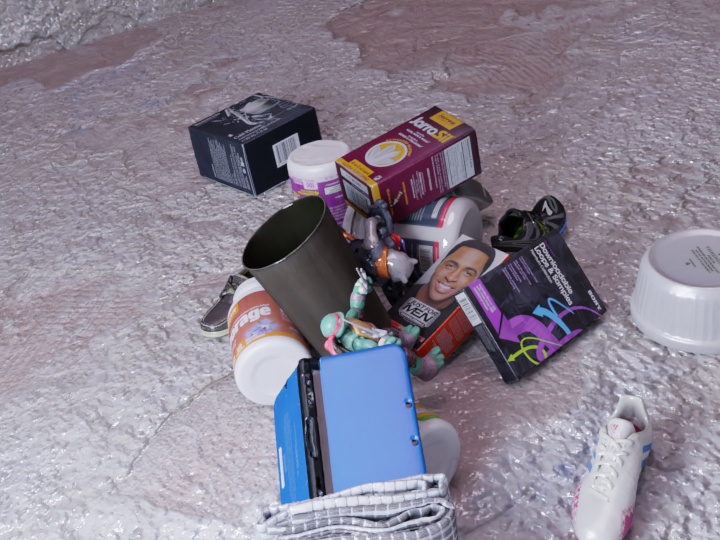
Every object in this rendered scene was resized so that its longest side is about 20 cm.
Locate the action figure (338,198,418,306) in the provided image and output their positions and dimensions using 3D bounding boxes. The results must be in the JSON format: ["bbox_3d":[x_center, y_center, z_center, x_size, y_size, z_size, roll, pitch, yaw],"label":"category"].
[{"bbox_3d":[0.000,0.000,1.405,0.192,0.202,0.105,4,36,35],"label":"action figure"}]

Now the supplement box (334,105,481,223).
[{"bbox_3d":[0.076,-0.161,1.462,0.199,0.086,0.110,-31,41,-19],"label":"supplement box"}]

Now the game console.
[{"bbox_3d":[-0.018,0.207,1.097,0.117,0.171,0.202,7,55,-22],"label":"game console"}]

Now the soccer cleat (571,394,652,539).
[{"bbox_3d":[0.283,0.221,1.067,0.069,0.087,0.200,7,36,26],"label":"soccer cleat"}]

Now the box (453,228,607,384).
[{"bbox_3d":[0.241,0.046,1.317,0.199,0.144,0.036,-31,-2,-31],"label":"box"}]

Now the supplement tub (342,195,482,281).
[{"bbox_3d":[0.085,-0.055,1.514,0.198,0.142,0.141,8,36,27],"label":"supplement tub"}]

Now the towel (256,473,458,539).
[{"bbox_3d":[0.005,0.299,0.958,0.198,0.167,0.086,-11,37,1],"label":"towel"}]

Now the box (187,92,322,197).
[{"bbox_3d":[-0.215,-0.265,1.960,0.199,0.125,0.196,-33,36,-32],"label":"box"}]

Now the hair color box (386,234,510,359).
[{"bbox_3d":[0.126,0.047,1.366,0.200,0.061,0.101,-45,42,-18],"label":"hair color box"}]

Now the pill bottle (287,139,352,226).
[{"bbox_3d":[-0.053,-0.107,1.580,0.111,0.202,0.113,-8,31,5],"label":"pill bottle"}]

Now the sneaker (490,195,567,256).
[{"bbox_3d":[0.274,-0.073,1.534,0.070,0.083,0.199,-7,25,44],"label":"sneaker"}]

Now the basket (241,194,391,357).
[{"bbox_3d":[-0.053,0.024,1.298,0.135,0.201,0.181,-28,23,14],"label":"basket"}]

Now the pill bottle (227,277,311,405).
[{"bbox_3d":[-0.136,0.094,1.373,0.111,0.113,0.201,-14,32,-5],"label":"pill bottle"}]

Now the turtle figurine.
[{"bbox_3d":[0.015,0.078,1.211,0.101,0.199,0.150,-43,45,20],"label":"turtle figurine"}]

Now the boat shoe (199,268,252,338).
[{"bbox_3d":[-0.194,0.033,1.531,0.073,0.065,0.200,12,39,30],"label":"boat shoe"}]

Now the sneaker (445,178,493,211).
[{"bbox_3d":[0.143,-0.120,1.595,0.199,0.080,0.071,13,40,-46],"label":"sneaker"}]

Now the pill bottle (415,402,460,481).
[{"bbox_3d":[0.017,0.198,1.162,0.111,0.112,0.199,-31,37,-30],"label":"pill bottle"}]

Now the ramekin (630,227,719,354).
[{"bbox_3d":[0.480,0.020,1.319,0.200,0.095,0.203,-8,32,5],"label":"ramekin"}]
